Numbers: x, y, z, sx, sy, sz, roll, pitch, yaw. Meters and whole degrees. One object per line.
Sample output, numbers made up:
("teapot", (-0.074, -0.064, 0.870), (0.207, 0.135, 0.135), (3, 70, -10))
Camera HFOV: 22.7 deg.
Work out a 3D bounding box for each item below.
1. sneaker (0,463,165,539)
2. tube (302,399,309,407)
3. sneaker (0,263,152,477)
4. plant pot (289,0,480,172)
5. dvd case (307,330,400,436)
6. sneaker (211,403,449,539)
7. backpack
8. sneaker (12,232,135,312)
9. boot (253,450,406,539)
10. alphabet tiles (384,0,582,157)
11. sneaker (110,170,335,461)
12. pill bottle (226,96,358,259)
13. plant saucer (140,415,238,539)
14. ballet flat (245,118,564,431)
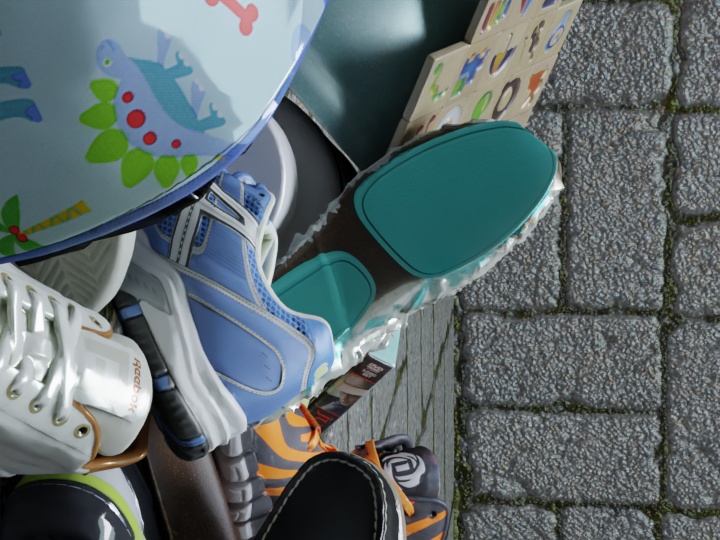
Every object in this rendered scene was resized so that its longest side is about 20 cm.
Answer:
("sneaker", (-0.103, 0.136, 0.794), (0.083, 0.071, 0.201), (-82, 170, -46))
("tube", (-0.069, 0.117, 0.960), (0.058, 0.052, 0.202), (-24, 136, -41))
("sneaker", (-0.119, 0.022, 0.620), (0.200, 0.084, 0.074), (67, 27, -69))
("plant pot", (-0.003, -0.154, 0.890), (0.201, 0.134, 0.200), (49, 2, -2))
("dvd case", (-0.036, 0.052, 1.023), (0.200, 0.022, 0.147), (-47, -157, 38))
("sneaker", (-0.019, 0.093, 0.890), (0.078, 0.111, 0.201), (-117, -167, -46))
("backpack", (-0.096, -0.102, 0.449), (0.147, 0.181, 0.201), (56, 32, -35))
("sneaker", (-0.111, -0.084, 0.677), (0.085, 0.074, 0.202), (-57, 148, -67))
("boot", (-0.043, 0.147, 0.685), (0.201, 0.073, 0.151), (-64, 162, -17))
("alphabet tiles", (0.049, -0.064, 0.886), (0.166, 0.006, 0.201), (-31, 149, -55))
("sneaker", (-0.077, -0.020, 0.742), (0.076, 0.076, 0.201), (95, -29, -64))
("pill bottle", (-0.063, -0.030, 0.881), (0.200, 0.118, 0.121), (36, 55, -80))
("plant saucer", (-0.075, 0.137, 0.855), (0.200, 0.032, 0.202), (164, -90, -81))
("ballet flat", (0.000, 0.000, 0.801), (0.072, 0.199, 0.072), (48, -19, 22))
